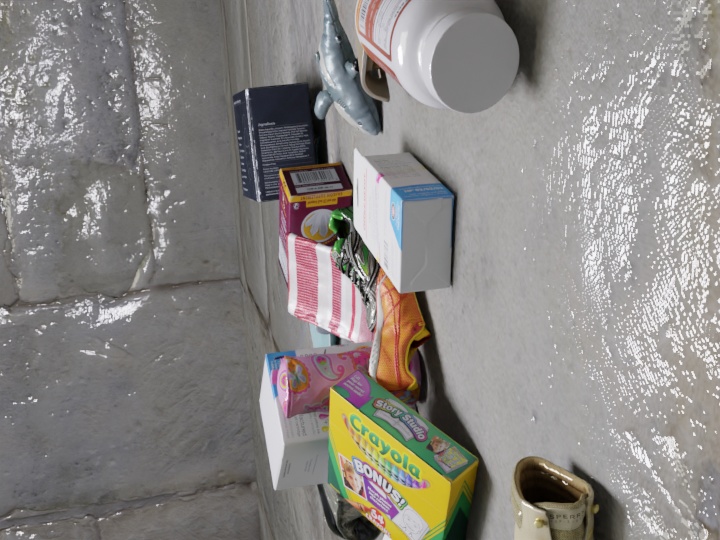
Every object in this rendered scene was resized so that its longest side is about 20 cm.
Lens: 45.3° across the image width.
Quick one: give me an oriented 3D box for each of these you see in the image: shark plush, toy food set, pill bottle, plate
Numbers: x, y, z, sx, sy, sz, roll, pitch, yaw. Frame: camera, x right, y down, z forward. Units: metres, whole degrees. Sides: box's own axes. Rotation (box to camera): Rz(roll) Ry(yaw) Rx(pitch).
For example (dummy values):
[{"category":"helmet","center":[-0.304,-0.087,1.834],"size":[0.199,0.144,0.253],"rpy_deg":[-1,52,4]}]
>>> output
[{"category":"shark plush","center":[-0.013,-0.287,1.182],"size":[0.083,0.090,0.204],"rpy_deg":[36,139,48]},{"category":"toy food set","center":[0.030,-0.331,1.059],"size":[0.145,0.059,0.203],"rpy_deg":[-96,10,-50]},{"category":"pill bottle","center":[0.071,-0.220,0.812],"size":[0.201,0.110,0.114],"rpy_deg":[-120,27,-57]},{"category":"plate","center":[-0.074,0.093,1.700],"size":[0.200,0.025,0.205],"rpy_deg":[173,90,-75]}]

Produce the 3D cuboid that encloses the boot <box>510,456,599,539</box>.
[{"category":"boot","center":[0.173,0.262,0.699],"size":[0.200,0.071,0.159],"rpy_deg":[-118,22,-68]}]

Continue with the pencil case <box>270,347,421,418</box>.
[{"category":"pencil case","center":[-0.018,0.146,1.148],"size":[0.087,0.195,0.090],"rpy_deg":[176,90,-75]}]

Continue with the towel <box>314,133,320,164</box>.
[{"category":"towel","center":[-0.098,-0.178,1.687],"size":[0.147,0.021,0.204],"rpy_deg":[-129,34,-65]}]

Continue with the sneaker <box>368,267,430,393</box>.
[{"category":"sneaker","center":[0.055,0.060,1.116],"size":[0.073,0.075,0.204],"rpy_deg":[67,-155,-69]}]

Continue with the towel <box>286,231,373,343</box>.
[{"category":"towel","center":[-0.046,0.032,1.362],"size":[0.198,0.023,0.147],"rpy_deg":[21,122,37]}]

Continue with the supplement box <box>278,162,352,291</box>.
[{"category":"supplement box","center":[-0.080,-0.073,1.477],"size":[0.086,0.108,0.203],"rpy_deg":[-114,22,-47]}]

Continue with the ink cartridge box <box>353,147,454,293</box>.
[{"category":"ink cartridge box","center":[0.048,-0.071,1.057],"size":[0.201,0.066,0.117],"rpy_deg":[-123,30,-60]}]

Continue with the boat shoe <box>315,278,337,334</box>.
[{"category":"boat shoe","center":[-0.034,0.034,1.446],"size":[0.201,0.072,0.066],"rpy_deg":[118,147,-49]}]

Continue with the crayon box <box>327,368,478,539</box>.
[{"category":"crayon box","center":[0.044,0.247,1.056],"size":[0.199,0.058,0.175],"rpy_deg":[32,136,34]}]

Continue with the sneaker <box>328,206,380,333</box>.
[{"category":"sneaker","center":[0.000,0.000,1.224],"size":[0.078,0.083,0.203],"rpy_deg":[123,139,-50]}]

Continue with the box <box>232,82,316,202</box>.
[{"category":"box","center":[-0.161,-0.239,1.613],"size":[0.200,0.121,0.201],"rpy_deg":[-151,53,-73]}]

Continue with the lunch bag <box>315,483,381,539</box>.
[{"category":"lunch bag","center":[-0.015,0.334,1.402],"size":[0.202,0.115,0.166],"rpy_deg":[92,165,-51]}]

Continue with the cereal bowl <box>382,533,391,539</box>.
[{"category":"cereal bowl","center":[0.069,0.437,1.174],"size":[0.200,0.081,0.205],"rpy_deg":[173,90,-77]}]

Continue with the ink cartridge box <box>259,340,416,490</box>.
[{"category":"ink cartridge box","center":[-0.035,0.206,1.247],"size":[0.146,0.196,0.149],"rpy_deg":[105,154,-50]}]
